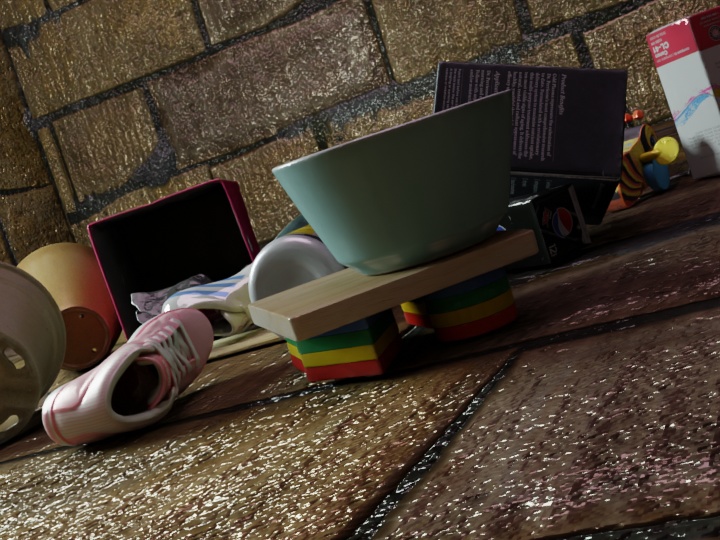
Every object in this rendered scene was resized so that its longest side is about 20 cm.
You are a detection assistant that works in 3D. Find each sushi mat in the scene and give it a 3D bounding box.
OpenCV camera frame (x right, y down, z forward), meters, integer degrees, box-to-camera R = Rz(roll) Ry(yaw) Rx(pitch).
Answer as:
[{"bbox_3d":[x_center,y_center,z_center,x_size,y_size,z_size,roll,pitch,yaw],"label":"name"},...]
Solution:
[{"bbox_3d":[-0.144,0.083,1.171,0.199,0.012,0.096,-16,5,21],"label":"sushi mat"}]

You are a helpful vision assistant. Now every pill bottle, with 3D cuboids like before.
[{"bbox_3d":[-0.033,0.001,1.101,0.111,0.113,0.200,-16,6,22],"label":"pill bottle"}]

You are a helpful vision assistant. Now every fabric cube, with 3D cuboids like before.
[{"bbox_3d":[-0.242,-0.008,1.439,0.199,0.197,0.199,-19,4,1],"label":"fabric cube"}]

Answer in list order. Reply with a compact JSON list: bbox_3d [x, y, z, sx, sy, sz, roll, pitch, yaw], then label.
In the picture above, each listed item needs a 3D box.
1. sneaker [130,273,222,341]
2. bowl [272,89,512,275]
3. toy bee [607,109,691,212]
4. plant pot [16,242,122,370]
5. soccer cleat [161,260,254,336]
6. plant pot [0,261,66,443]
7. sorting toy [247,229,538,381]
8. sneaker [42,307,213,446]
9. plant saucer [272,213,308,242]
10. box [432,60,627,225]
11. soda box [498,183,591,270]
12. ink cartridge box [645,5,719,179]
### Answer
[{"bbox_3d":[-0.185,0.037,1.301,0.199,0.060,0.104,-23,44,-16],"label":"sneaker"},{"bbox_3d":[0.039,-0.063,0.809,0.200,0.106,0.201,-18,5,2],"label":"bowl"},{"bbox_3d":[0.352,-0.148,1.325,0.130,0.109,0.200,-18,5,22],"label":"toy bee"},{"bbox_3d":[-0.427,0.070,1.495,0.185,0.187,0.200,-20,19,-14],"label":"plant pot"},{"bbox_3d":[-0.135,0.038,1.201,0.199,0.070,0.086,-23,41,-17],"label":"soccer cleat"},{"bbox_3d":[-0.418,0.101,1.103,0.199,0.202,0.183,-20,16,-15],"label":"plant pot"},{"bbox_3d":[0.025,0.032,0.833,0.199,0.070,0.199,-19,6,-14],"label":"sorting toy"},{"bbox_3d":[-0.180,0.089,0.910,0.104,0.076,0.200,-19,11,41],"label":"sneaker"},{"bbox_3d":[-0.042,-0.035,1.366,0.199,0.027,0.200,-29,-24,-14],"label":"plant saucer"},{"bbox_3d":[0.180,-0.134,1.116,0.195,0.125,0.200,6,-10,8],"label":"box"},{"bbox_3d":[0.148,-0.037,1.086,0.063,0.071,0.200,-22,6,-31],"label":"soda box"},{"bbox_3d":[0.469,-0.234,1.295,0.147,0.201,0.085,-21,6,-27],"label":"ink cartridge box"}]
